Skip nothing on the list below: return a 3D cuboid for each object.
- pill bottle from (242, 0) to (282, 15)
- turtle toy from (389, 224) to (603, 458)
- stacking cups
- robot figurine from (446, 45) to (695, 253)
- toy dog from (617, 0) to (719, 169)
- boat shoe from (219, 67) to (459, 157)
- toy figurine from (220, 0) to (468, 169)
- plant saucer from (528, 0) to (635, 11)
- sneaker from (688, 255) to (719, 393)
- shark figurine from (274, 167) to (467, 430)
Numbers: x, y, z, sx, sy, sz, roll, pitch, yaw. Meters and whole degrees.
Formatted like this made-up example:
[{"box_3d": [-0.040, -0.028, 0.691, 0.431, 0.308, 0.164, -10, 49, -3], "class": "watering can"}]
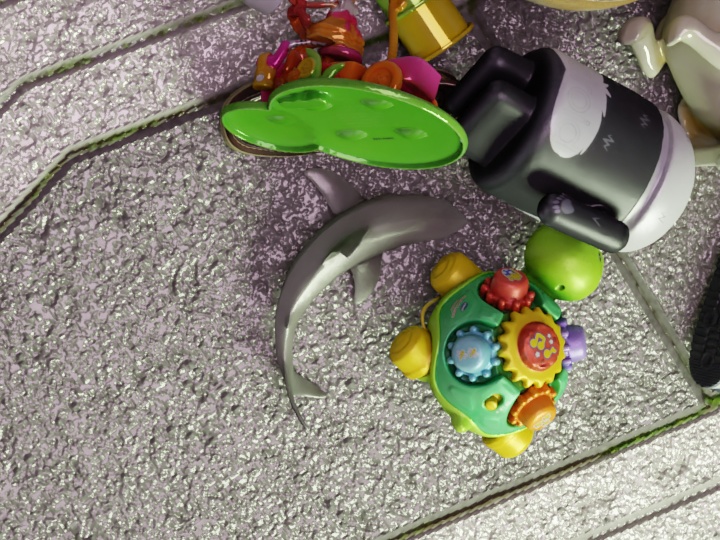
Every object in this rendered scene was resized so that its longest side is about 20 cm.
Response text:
[{"box_3d": [-0.135, -0.278, 1.605, 0.200, 0.113, 0.113, 30, 90, -15], "class": "pill bottle"}, {"box_3d": [0.125, 0.046, 1.699, 0.146, 0.101, 0.200, 40, 63, -22], "class": "turtle toy"}, {"box_3d": [0.008, -0.255, 1.670, 0.060, 0.061, 0.200, -38, 101, -6], "class": "stacking cups"}, {"box_3d": [0.162, -0.093, 1.649, 0.200, 0.125, 0.151, 26, 78, -22], "class": "robot figurine"}, {"box_3d": [0.305, -0.193, 1.705, 0.193, 0.140, 0.200, -16, 99, -15], "class": "toy dog"}, {"box_3d": [-0.009, -0.126, 1.673, 0.199, 0.072, 0.072, -4, 98, -12], "class": "boat shoe"}, {"box_3d": [0.002, -0.188, 1.601, 0.150, 0.200, 0.185, 35, 62, -51], "class": "toy figurine"}, {"box_3d": [0.151, -0.260, 1.657, 0.200, 0.200, 0.035, 5, 134, -13], "class": "plant saucer"}, {"box_3d": [0.343, 0.011, 1.781, 0.082, 0.070, 0.200, 19, 95, -31], "class": "sneaker"}, {"box_3d": [-0.021, 0.006, 1.681, 0.128, 0.089, 0.215, 38, 86, -13], "class": "shark figurine"}]
